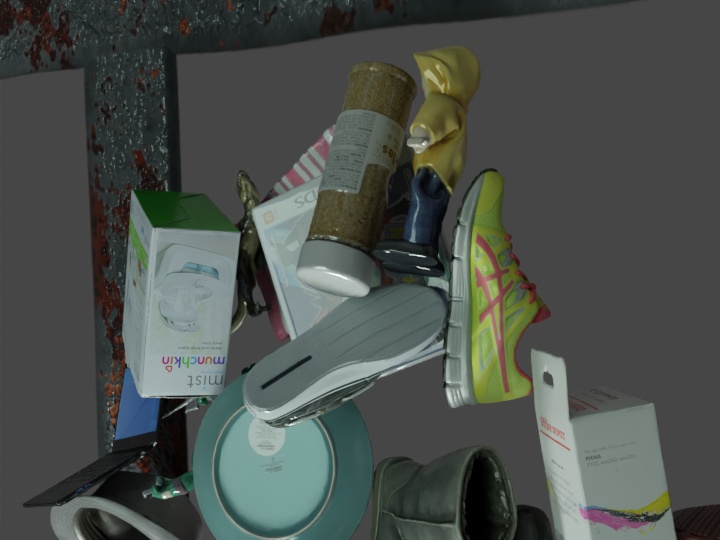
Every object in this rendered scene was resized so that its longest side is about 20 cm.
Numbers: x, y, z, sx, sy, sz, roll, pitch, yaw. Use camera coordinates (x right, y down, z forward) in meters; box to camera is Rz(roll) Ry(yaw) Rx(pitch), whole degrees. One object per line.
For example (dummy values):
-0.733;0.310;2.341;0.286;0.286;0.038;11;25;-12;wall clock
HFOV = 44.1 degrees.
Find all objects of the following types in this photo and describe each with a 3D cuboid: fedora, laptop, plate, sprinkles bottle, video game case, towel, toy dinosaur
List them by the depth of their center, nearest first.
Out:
-0.002;-0.082;0.789;0.067;0.068;0.205;-1;68;41;sprinkles bottle
0.000;0.000;0.848;0.179;0.023;0.204;-23;80;20;video game case
-0.083;0.194;0.880;0.195;0.026;0.206;-3;81;18;plate
-0.055;-0.034;0.930;0.199;0.030;0.149;-39;70;38;towel
-0.114;0.000;0.943;0.088;0.047;0.204;34;119;47;toy dinosaur
-0.321;0.191;1.082;0.176;0.198;0.105;-24;94;55;laptop
-0.274;0.313;1.103;0.196;0.091;0.179;24;134;7;fedora

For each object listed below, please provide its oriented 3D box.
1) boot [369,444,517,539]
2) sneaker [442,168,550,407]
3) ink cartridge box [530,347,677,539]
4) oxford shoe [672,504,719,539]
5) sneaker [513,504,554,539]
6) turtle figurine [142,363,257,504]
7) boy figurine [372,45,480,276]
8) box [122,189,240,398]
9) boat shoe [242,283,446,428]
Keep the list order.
0.070;0.244;0.773;0.199;0.071;0.187;-18;77;62;boot
0.119;0.016;0.760;0.088;0.078;0.206;3;89;9;sneaker
0.183;0.158;0.673;0.066;0.116;0.205;-9;89;-2;ink cartridge box
0.300;0.215;0.613;0.197;0.070;0.077;3;107;46;oxford shoe
0.125;0.271;0.784;0.202;0.065;0.092;110;172;-48;sneaker
-0.170;0.194;1.022;0.200;0.099;0.152;-45;26;41;turtle figurine
0.060;-0.102;0.760;0.063;0.124;0.205;7;80;16;boy figurine
-0.205;0.019;0.976;0.200;0.094;0.181;-144;58;-65;box
-0.013;0.076;0.804;0.196;0.071;0.073;-25;63;-1;boat shoe
